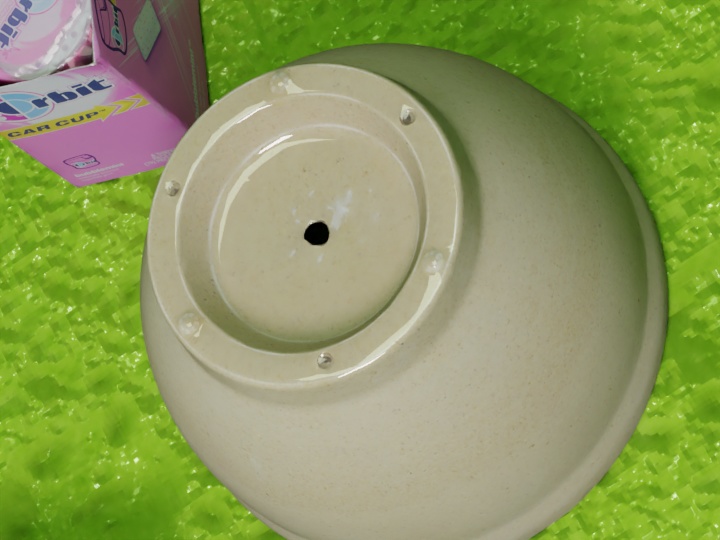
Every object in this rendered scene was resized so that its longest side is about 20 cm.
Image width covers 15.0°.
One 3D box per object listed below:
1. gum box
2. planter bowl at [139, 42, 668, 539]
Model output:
[{"bbox_3d":[-0.119,-0.149,1.103,0.066,0.113,0.201,-13,70,17],"label":"gum box"},{"bbox_3d":[0.000,0.000,1.004,0.199,0.135,0.201,-6,72,19],"label":"planter bowl"}]
